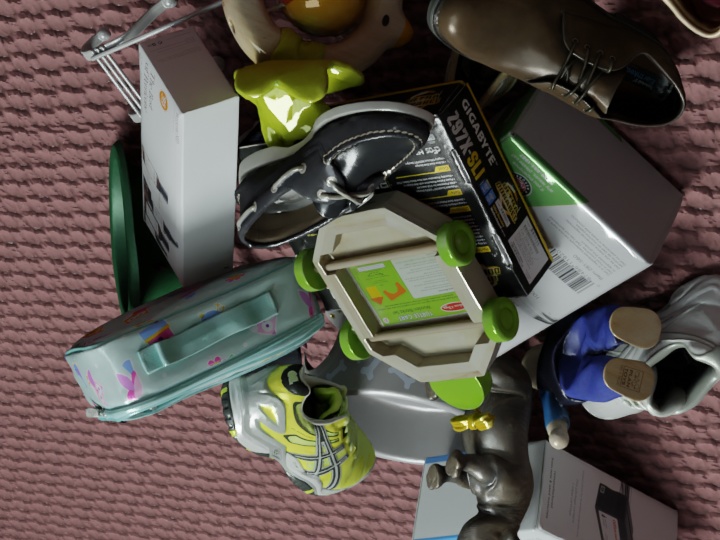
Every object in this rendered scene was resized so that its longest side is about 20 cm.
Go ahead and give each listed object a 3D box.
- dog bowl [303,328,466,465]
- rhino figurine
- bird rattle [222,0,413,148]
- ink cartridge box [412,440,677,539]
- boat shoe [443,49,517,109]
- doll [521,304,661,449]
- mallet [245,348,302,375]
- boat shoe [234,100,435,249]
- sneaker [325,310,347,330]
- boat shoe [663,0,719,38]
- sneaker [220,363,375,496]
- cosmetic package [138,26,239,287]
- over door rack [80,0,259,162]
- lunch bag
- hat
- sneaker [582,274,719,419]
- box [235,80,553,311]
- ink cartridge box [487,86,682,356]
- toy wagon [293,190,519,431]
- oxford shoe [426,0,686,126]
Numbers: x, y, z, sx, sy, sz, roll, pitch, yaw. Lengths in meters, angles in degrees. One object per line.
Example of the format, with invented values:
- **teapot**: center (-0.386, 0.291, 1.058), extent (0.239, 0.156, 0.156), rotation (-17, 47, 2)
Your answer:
- **dog bowl**: center (0.041, 0.115, 1.493), extent (0.199, 0.059, 0.200), rotation (11, 156, 5)
- **rhino figurine**: center (0.102, 0.160, 1.383), extent (0.087, 0.201, 0.060), rotation (2, 174, -27)
- **bird rattle**: center (-0.053, -0.192, 1.204), extent (0.201, 0.162, 0.113), rotation (62, 159, 11)
- **ink cartridge box**: center (0.168, 0.229, 1.516), extent (0.145, 0.084, 0.200), rotation (-15, 146, 42)
- **boat shoe**: center (0.101, -0.178, 1.173), extent (0.071, 0.076, 0.201), rotation (25, 140, 10)
- **doll**: center (0.173, 0.076, 1.363), extent (0.048, 0.137, 0.200), rotation (11, 172, -15)
- **mallet**: center (-0.093, 0.103, 1.588), extent (0.065, 0.041, 0.200), rotation (-10, 159, -10)
- **boat shoe**: center (-0.023, -0.064, 1.178), extent (0.074, 0.061, 0.199), rotation (22, 154, -36)
- **sneaker**: center (0.000, 0.000, 1.437), extent (0.115, 0.074, 0.200), rotation (-10, 128, 36)
- **boat shoe**: center (0.186, -0.232, 1.066), extent (0.074, 0.069, 0.200), rotation (-21, 119, 45)
- **sneaker**: center (-0.034, 0.133, 1.412), extent (0.076, 0.076, 0.200), rotation (-22, 151, 22)
- **cosmetic package**: center (-0.134, -0.083, 1.313), extent (0.083, 0.050, 0.201), rotation (54, 154, 32)
- **over door rack**: center (-0.106, -0.151, 1.344), extent (0.199, 0.067, 0.148), rotation (-9, 129, 40)
- **lunch bag**: center (-0.134, 0.057, 1.358), extent (0.077, 0.199, 0.160), rotation (67, 161, -7)
- **hat**: center (-0.128, -0.031, 1.508), extent (0.175, 0.167, 0.200), rotation (-5, 162, -13)
- **sneaker**: center (0.230, 0.080, 1.352), extent (0.078, 0.100, 0.200), rotation (36, 141, -7)
- **box**: center (0.023, -0.050, 1.262), extent (0.199, 0.049, 0.160), rotation (-6, 125, 41)
- **ink cartridge box**: center (0.122, -0.037, 1.306), extent (0.146, 0.084, 0.200), rotation (42, 141, -11)
- **toy wagon**: center (0.045, 0.033, 1.256), extent (0.155, 0.040, 0.201), rotation (-9, 122, 43)
- **oxford shoe**: center (0.137, -0.145, 1.119), extent (0.199, 0.085, 0.073), rotation (13, 119, -26)
